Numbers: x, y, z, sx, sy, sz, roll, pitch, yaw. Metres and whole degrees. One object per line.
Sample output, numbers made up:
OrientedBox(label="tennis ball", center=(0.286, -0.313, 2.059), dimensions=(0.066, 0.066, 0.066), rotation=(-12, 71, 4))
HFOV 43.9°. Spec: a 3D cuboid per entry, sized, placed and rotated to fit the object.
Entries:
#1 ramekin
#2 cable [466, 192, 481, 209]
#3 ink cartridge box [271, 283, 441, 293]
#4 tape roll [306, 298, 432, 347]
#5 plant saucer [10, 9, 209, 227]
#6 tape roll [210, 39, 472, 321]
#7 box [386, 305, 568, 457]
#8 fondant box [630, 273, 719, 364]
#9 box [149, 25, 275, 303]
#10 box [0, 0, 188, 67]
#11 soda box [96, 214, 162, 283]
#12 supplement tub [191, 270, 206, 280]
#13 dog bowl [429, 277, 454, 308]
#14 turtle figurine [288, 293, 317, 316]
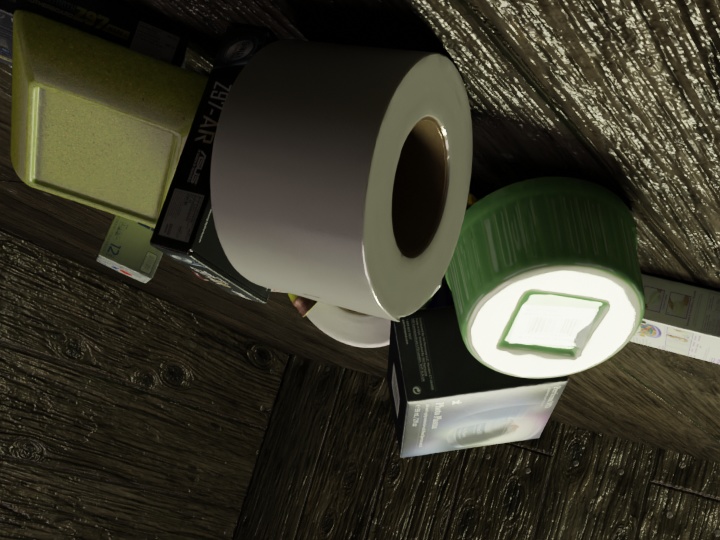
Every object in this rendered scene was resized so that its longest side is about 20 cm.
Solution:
OrientedBox(label="ramekin", center=(0.181, 0.016, 0.874), dimensions=(0.195, 0.099, 0.202), rotation=(-1, 138, -1))
OrientedBox(label="cable", center=(0.087, -0.092, 0.951), dimensions=(0.096, 0.051, 0.200), rotation=(18, 161, 35))
OrientedBox(label="ink cartridge box", center=(-0.014, -0.019, 0.986), dimensions=(0.195, 0.086, 0.145), rotation=(6, 170, -2))
OrientedBox(label="tape roll", center=(0.000, 0.000, 1.144), dimensions=(0.199, 0.207, 0.037), rotation=(15, -153, 18))
OrientedBox(label="plant saucer", center=(-0.237, -0.119, 0.838), dimensions=(0.196, 0.049, 0.201), rotation=(18, 141, -10))
OrientedBox(label="tape roll", center=(-0.009, -0.077, 0.718), dimensions=(0.137, 0.207, 0.202), rotation=(13, 168, 26))
OrientedBox(label="box", center=(0.139, 0.137, 1.124), dimensions=(0.193, 0.126, 0.201), rotation=(-8, 151, -4))
OrientedBox(label="fondant box", center=(0.375, 0.056, 1.112), dimensions=(0.196, 0.060, 0.144), rotation=(13, 168, 21))
OrientedBox(label="box", center=(-0.102, -0.089, 0.810), dimensions=(0.043, 0.204, 0.160), rotation=(14, 168, 22))
OrientedBox(label="box", center=(-0.268, -0.216, 0.857), dimensions=(0.196, 0.052, 0.158), rotation=(20, 168, -11))
OrientedBox(label="soda box", center=(-0.220, -0.092, 0.979), dimensions=(0.062, 0.204, 0.068), rotation=(24, 168, -16))
OrientedBox(label="supplement tub", center=(-0.208, -0.090, 1.082), dimensions=(0.200, 0.107, 0.107), rotation=(48, -176, 26))
OrientedBox(label="dog bowl", center=(0.181, 0.064, 1.247), dimensions=(0.195, 0.081, 0.201), rotation=(-2, 159, -1))
OrientedBox(label="turtle figurine", center=(-0.099, -0.029, 1.115), dimensions=(0.161, 0.200, 0.064), rotation=(44, -148, 1))
